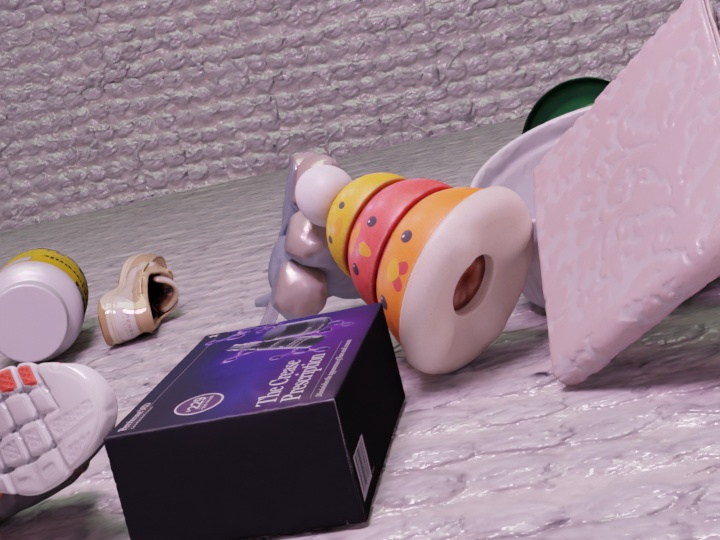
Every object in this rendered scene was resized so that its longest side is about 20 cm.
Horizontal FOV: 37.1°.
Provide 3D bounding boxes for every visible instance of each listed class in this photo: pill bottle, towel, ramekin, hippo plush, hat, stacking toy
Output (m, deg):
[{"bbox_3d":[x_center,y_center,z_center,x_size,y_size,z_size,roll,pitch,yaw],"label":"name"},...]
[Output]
[{"bbox_3d":[-0.364,0.041,1.204,0.109,0.113,0.200,-14,12,-9],"label":"pill bottle"},{"bbox_3d":[0.184,-0.051,0.701,0.032,0.193,0.200,17,-41,-20],"label":"towel"},{"bbox_3d":[0.201,-0.052,0.903,0.197,0.106,0.201,-21,26,11],"label":"ramekin"},{"bbox_3d":[0.000,0.000,0.974,0.158,0.203,0.160,11,27,-11],"label":"hippo plush"},{"bbox_3d":[0.186,-0.064,1.026,0.164,0.203,0.175,25,37,27],"label":"hat"},{"bbox_3d":[0.021,-0.024,0.827,0.199,0.148,0.145,29,36,35],"label":"stacking toy"}]

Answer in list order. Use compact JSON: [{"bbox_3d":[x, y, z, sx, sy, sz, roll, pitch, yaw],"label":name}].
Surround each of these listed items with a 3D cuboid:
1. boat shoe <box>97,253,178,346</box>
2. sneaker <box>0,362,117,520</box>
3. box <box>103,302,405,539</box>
[{"bbox_3d":[-0.243,0.030,1.240,0.068,0.075,0.201,-9,21,6],"label":"boat shoe"},{"bbox_3d":[-0.203,0.107,0.679,0.199,0.078,0.081,-30,-14,36],"label":"sneaker"},{"bbox_3d":[-0.056,0.092,0.679,0.139,0.080,0.200,-14,11,11],"label":"box"}]
